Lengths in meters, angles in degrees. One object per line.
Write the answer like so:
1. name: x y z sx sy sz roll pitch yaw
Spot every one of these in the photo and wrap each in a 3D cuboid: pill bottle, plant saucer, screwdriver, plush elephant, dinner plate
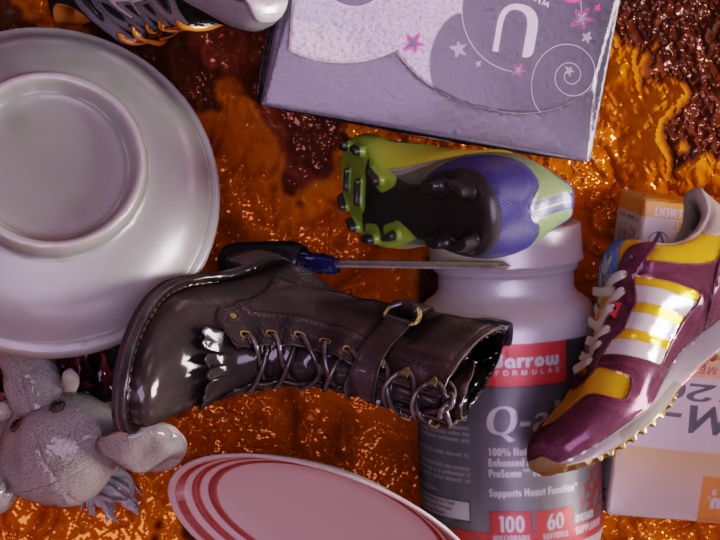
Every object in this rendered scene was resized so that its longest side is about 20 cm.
1. pill bottle: 0.091 0.072 1.045 0.115 0.116 0.202 -3 97 -5
2. plant saucer: -0.174 -0.053 0.943 0.198 0.050 0.202 5 69 -12
3. screwdriver: 0.000 0.000 1.024 0.199 0.028 0.029 6 105 28
4. plush elephant: -0.184 0.076 0.999 0.164 0.155 0.201 -23 98 -2
5. dinner plate: -0.021 0.157 1.025 0.199 0.200 0.024 25 60 -7

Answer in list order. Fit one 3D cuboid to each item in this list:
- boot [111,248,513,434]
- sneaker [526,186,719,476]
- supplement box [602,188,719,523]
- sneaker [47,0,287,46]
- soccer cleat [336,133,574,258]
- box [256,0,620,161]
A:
1. boot: -0.022 0.049 0.926 0.173 0.200 0.070 17 121 24
2. sneaker: 0.154 0.035 0.982 0.200 0.075 0.090 -39 94 -25
3. supplement box: 0.220 0.055 1.076 0.125 0.074 0.202 5 97 -5
4. sneaker: -0.116 -0.165 0.985 0.078 0.199 0.078 -11 116 -43
5. soccer cleat: 0.051 -0.045 0.997 0.083 0.200 0.065 -10 104 -26
6. box: 0.046 -0.147 1.016 0.198 0.115 0.133 10 96 -7
